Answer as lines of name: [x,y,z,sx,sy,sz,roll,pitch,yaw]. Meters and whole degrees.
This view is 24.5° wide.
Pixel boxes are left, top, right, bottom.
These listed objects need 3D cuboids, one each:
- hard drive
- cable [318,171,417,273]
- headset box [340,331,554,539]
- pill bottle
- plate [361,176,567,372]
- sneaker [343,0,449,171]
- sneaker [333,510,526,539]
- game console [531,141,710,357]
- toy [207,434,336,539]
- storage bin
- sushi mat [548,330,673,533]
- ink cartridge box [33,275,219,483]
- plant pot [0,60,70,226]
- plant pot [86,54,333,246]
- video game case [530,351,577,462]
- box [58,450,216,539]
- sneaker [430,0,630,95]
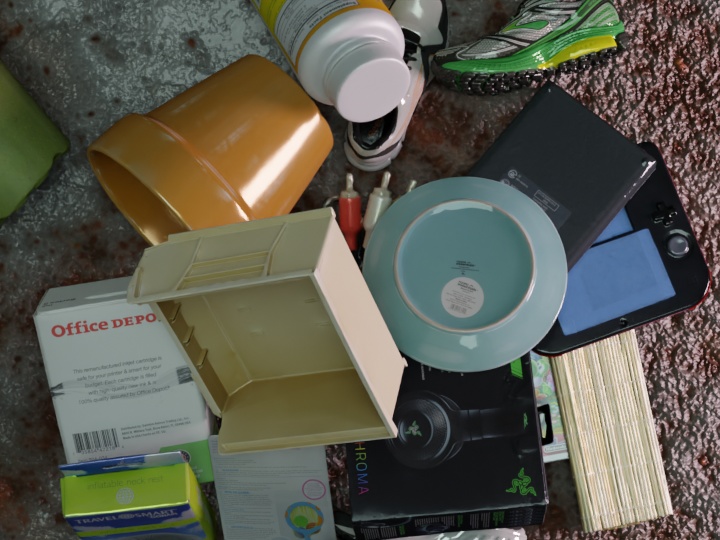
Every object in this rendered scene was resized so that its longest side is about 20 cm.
hard drive: [0.177,-0.073,1.638,0.139,0.033,0.200,39,82,14]
cable: [0.000,0.000,1.660,0.096,0.050,0.201,6,89,-1]
headset box: [0.085,0.160,1.594,0.199,0.093,0.175,-5,70,2]
pill bottle: [-0.028,-0.236,1.592,0.109,0.109,0.200,-31,54,1]
plate: [0.100,-0.002,1.588,0.199,0.026,0.201,-1,70,3]
sneaker: [0.039,-0.196,1.648,0.073,0.080,0.201,18,88,3]
sneaker: [0.065,0.246,1.653,0.199,0.074,0.080,0,75,-2]
game console: [0.232,-0.020,1.648,0.199,0.031,0.178,-19,80,-2]
toy: [-0.079,0.241,1.635,0.114,0.047,0.201,-2,112,10]
storage bin: [-0.084,0.059,1.493,0.197,0.094,0.201,-9,129,23]
sushi mat: [0.250,0.159,1.663,0.095,0.012,0.201,-12,89,-13]
ink cartridge box: [-0.224,0.111,1.620,0.145,0.084,0.201,-9,108,1]
plant pot: [-0.393,-0.139,1.618,0.190,0.200,0.200,42,91,-11]
plant pot: [-0.131,-0.104,1.606,0.200,0.200,0.183,46,75,1]
video game case: [0.133,0.101,1.672,0.142,0.018,0.201,-10,89,2]
box: [-0.211,0.232,1.590,0.121,0.200,0.048,-7,65,1]
sneaker: [0.163,-0.230,1.654,0.199,0.078,0.086,-16,82,-8]
